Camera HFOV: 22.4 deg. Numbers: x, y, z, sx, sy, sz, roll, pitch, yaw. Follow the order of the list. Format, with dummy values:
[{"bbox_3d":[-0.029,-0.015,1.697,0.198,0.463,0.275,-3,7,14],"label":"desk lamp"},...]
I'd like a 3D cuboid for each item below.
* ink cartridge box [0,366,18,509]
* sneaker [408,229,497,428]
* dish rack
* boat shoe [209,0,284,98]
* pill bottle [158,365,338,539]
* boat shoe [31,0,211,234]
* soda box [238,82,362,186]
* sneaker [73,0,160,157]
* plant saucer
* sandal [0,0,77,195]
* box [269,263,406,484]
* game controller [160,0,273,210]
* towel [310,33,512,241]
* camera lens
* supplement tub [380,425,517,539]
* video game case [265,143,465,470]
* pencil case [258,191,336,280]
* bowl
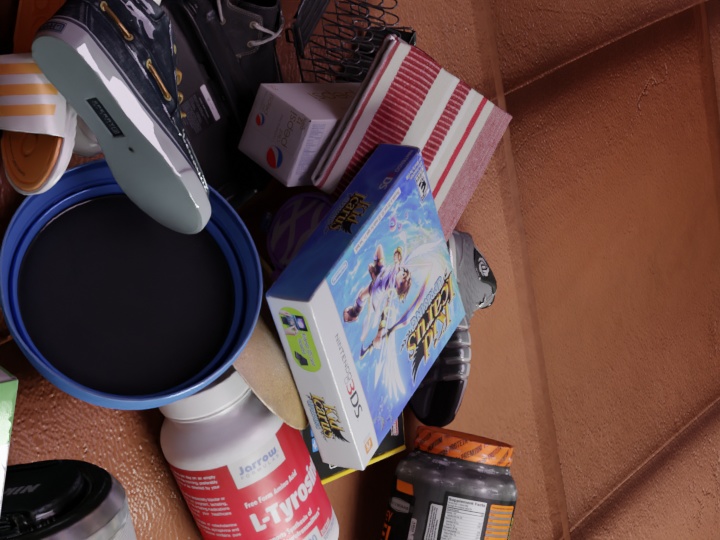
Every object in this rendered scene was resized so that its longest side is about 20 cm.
[{"bbox_3d":[-0.302,0.136,1.172,0.084,0.146,0.202,-9,117,-44],"label":"ink cartridge box"},{"bbox_3d":[0.101,0.055,1.821,0.115,0.074,0.202,1,89,-55],"label":"sneaker"},{"bbox_3d":[-0.008,-0.210,1.630,0.201,0.054,0.154,79,32,-57],"label":"dish rack"},{"bbox_3d":[-0.099,-0.210,1.549,0.072,0.067,0.202,-42,126,-43],"label":"boat shoe"},{"bbox_3d":[-0.100,0.161,1.522,0.112,0.111,0.201,-48,128,-41],"label":"pill bottle"},{"bbox_3d":[-0.154,-0.125,1.341,0.201,0.070,0.091,58,49,-32],"label":"boat shoe"},{"bbox_3d":[-0.008,-0.120,1.566,0.199,0.068,0.064,-7,126,-50],"label":"soda box"},{"bbox_3d":[-0.196,-0.188,1.390,0.078,0.099,0.202,-2,93,-53],"label":"sneaker"},{"bbox_3d":[-0.085,0.036,1.499,0.201,0.035,0.200,56,9,-13],"label":"plant saucer"},{"bbox_3d":[-0.251,-0.160,1.343,0.059,0.079,0.209,13,75,-48],"label":"sandal"},{"bbox_3d":[-0.027,0.084,1.671,0.159,0.049,0.202,-14,103,-50],"label":"box"},{"bbox_3d":[-0.137,-0.136,1.519,0.104,0.042,0.201,-36,122,-19],"label":"game controller"},{"bbox_3d":[0.044,-0.105,1.560,0.200,0.023,0.145,27,91,-53],"label":"towel"},{"bbox_3d":[-0.229,0.249,1.311,0.160,0.159,0.202,-32,116,-48],"label":"camera lens"},{"bbox_3d":[0.081,0.257,1.741,0.122,0.122,0.202,13,88,-52],"label":"supplement tub"},{"bbox_3d":[0.010,0.029,1.490,0.200,0.045,0.182,-54,141,-39],"label":"video game case"},{"bbox_3d":[0.000,0.000,1.596,0.199,0.083,0.086,27,78,-49],"label":"pencil case"},{"bbox_3d":[-0.175,0.011,1.379,0.199,0.039,0.202,6,64,-12],"label":"bowl"}]
